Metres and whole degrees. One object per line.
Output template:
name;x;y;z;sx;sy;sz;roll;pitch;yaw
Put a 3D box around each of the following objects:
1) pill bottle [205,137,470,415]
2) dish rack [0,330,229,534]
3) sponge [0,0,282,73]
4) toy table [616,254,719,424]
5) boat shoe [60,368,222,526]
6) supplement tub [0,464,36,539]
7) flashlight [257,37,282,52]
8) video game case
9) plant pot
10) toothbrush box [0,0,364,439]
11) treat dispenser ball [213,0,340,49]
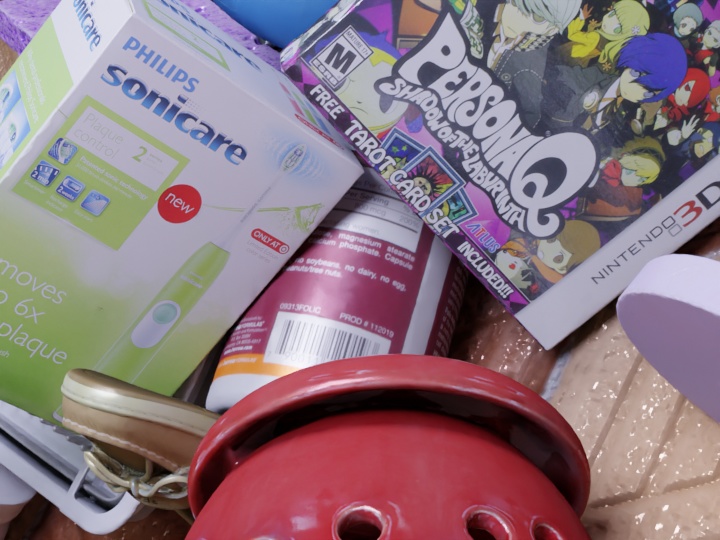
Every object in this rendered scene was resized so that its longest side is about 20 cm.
pill bottle;0.000;0.000;0.743;0.114;0.114;0.200;-3;61;41
dish rack;-0.149;0.047;0.816;0.200;0.044;0.172;23;88;42
sponge;-0.125;-0.126;0.823;0.111;0.030;0.200;-23;43;-26
toy table;0.187;0.006;0.538;0.117;0.184;0.200;-49;13;-4
boat shoe;-0.082;0.104;0.682;0.073;0.201;0.063;16;75;28
supplement tub;-0.317;0.158;0.896;0.200;0.144;0.144;-40;43;13
flashlight;-0.069;-0.194;0.920;0.068;0.068;0.200;-49;42;36
video game case;0.094;-0.086;0.658;0.181;0.200;0.036;-39;20;13
plant pot;0.009;0.147;0.572;0.200;0.200;0.183;-27;43;26
toothbrush box;-0.122;-0.028;0.688;0.200;0.146;0.086;-49;36;12
treat dispenser ball;-0.004;-0.209;0.725;0.201;0.201;0.201;-23;49;29
